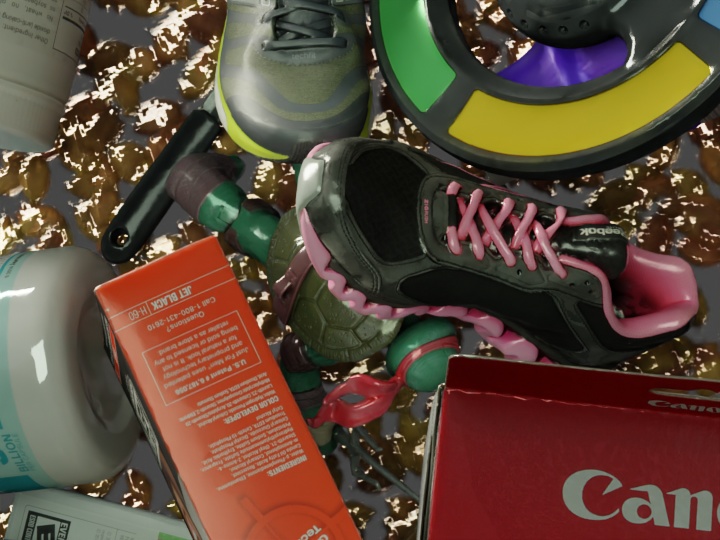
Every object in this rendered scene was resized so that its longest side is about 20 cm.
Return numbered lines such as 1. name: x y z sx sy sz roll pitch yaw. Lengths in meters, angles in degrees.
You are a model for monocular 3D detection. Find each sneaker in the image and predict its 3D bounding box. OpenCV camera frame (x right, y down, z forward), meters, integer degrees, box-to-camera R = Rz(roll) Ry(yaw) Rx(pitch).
1. sneaker: -0.031 -0.132 1.015 0.074 0.081 0.201 -3 53 -5
2. sneaker: 0.063 -0.010 0.951 0.095 0.200 0.079 -19 57 45

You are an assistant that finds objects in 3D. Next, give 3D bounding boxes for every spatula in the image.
1. spatula: -0.066 -0.088 1.096 0.056 0.021 0.200 33 93 17

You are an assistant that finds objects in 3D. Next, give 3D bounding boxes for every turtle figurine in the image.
1. turtle figurine: 0.000 0.000 1.028 0.150 0.101 0.200 -41 66 3

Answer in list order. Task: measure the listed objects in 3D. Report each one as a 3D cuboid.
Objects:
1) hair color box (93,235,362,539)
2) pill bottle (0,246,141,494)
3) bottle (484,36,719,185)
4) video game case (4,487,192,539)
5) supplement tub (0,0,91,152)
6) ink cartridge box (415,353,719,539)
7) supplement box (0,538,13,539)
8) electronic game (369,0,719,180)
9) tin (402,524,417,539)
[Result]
1. hair color box: -0.046 0.096 0.979 0.061 0.102 0.200 -25 76 -10
2. pill bottle: -0.210 0.055 1.074 0.199 0.111 0.111 -8 80 16
3. bottle: 0.140 -0.098 1.002 0.199 0.084 0.065 -24 70 13
4. video game case: -0.101 0.216 1.065 0.181 0.022 0.201 12 86 18
5. supplement tub: -0.186 -0.168 1.086 0.132 0.132 0.201 12 86 18
6. ink cartridge box: 0.122 0.104 0.901 0.199 0.176 0.084 6 70 2
7. supplement box: -0.227 0.215 1.039 0.109 0.109 0.201 1 80 38
8. electronic game: 0.092 -0.133 0.966 0.199 0.042 0.201 -12 65 28
9. tin: 0.091 0.185 1.004 0.200 0.042 0.112 44 100 17
